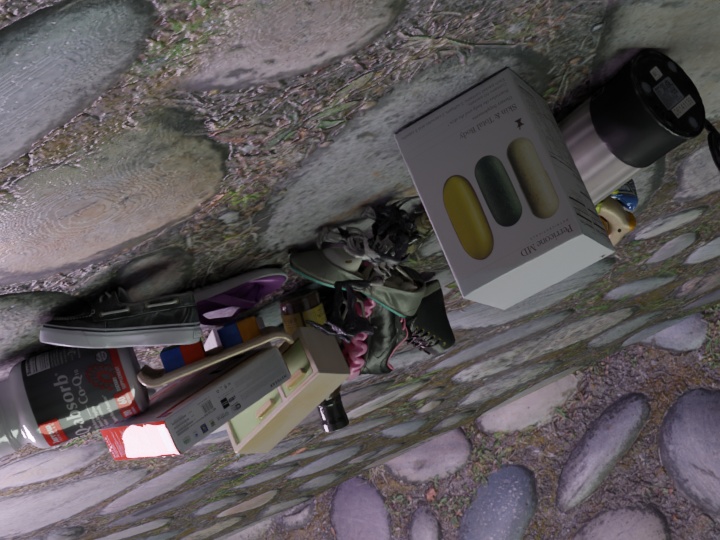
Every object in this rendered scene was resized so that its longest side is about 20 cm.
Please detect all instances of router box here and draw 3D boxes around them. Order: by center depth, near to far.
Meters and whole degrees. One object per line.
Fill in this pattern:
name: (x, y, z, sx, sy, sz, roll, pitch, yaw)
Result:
router box: (-0.216, 0.174, 1.619, 0.199, 0.049, 0.178, -33, -169, -38)

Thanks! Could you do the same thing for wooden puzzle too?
wooden puzzle: (-0.191, 0.098, 1.598, 0.197, 0.047, 0.185, -17, -179, -7)

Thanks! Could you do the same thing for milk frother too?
milk frother: (0.341, -0.129, 1.476, 0.179, 0.202, 0.188, -13, 162, -41)

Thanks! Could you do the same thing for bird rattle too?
bird rattle: (0.285, -0.061, 1.692, 0.162, 0.114, 0.200, 27, 128, -28)

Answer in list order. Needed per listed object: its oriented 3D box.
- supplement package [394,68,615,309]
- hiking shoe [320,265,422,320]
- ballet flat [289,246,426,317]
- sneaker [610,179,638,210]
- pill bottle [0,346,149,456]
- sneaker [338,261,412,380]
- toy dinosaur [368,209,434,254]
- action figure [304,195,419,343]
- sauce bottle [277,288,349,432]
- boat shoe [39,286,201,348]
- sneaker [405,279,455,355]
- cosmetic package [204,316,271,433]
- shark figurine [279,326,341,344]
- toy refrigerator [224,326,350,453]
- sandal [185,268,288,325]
supplement package: (0.162, -0.085, 1.371, 0.150, 0.202, 0.150, -28, 163, 19)
hiking shoe: (-0.003, 0.044, 1.825, 0.197, 0.077, 0.101, -21, -179, 0)
ballet flat: (0.000, 0.000, 1.622, 0.198, 0.068, 0.064, 23, 108, -26)
sneaker: (0.306, -0.085, 1.768, 0.198, 0.086, 0.077, -25, 163, 13)
pill bottle: (-0.379, 0.157, 1.573, 0.197, 0.117, 0.116, -21, 164, -7)
sneaker: (0.032, 0.066, 1.742, 0.094, 0.079, 0.202, 7, 120, -18)
toy dinosaur: (0.063, -0.047, 1.648, 0.087, 0.048, 0.200, -23, 168, -21)
action figure: (0.002, -0.016, 1.530, 0.101, 0.202, 0.118, 28, 168, -23)
sauce bottle: (-0.063, 0.130, 1.751, 0.064, 0.203, 0.065, -14, -171, 2)
boat shoe: (-0.284, 0.055, 1.468, 0.197, 0.072, 0.072, -3, 178, 5)
sneaker: (0.084, 0.092, 1.901, 0.074, 0.107, 0.199, -20, -175, 39)
cosmetic package: (-0.191, 0.160, 1.846, 0.084, 0.109, 0.200, -14, 163, -23)
shark figurine: (-0.013, 0.089, 1.925, 0.127, 0.091, 0.213, 9, -179, 45)
toy refrigerator: (-0.109, 0.167, 1.696, 0.069, 0.077, 0.200, 8, 138, -46)
sandal: (-0.185, 0.049, 1.606, 0.200, 0.050, 0.083, -17, 164, -21)
